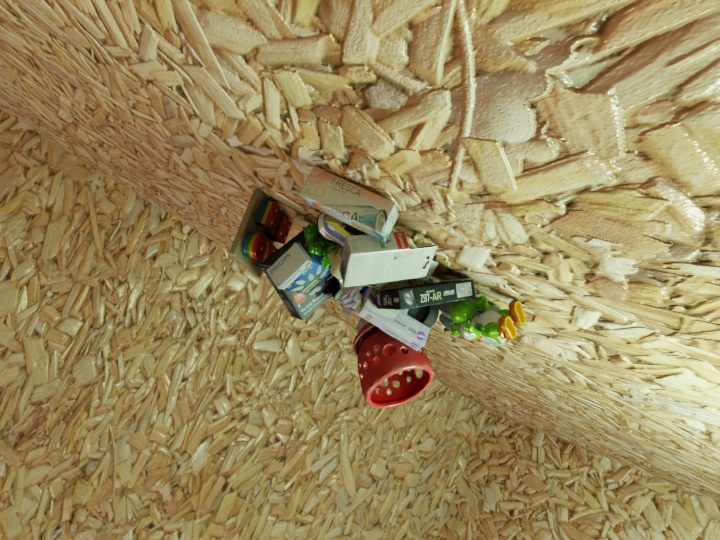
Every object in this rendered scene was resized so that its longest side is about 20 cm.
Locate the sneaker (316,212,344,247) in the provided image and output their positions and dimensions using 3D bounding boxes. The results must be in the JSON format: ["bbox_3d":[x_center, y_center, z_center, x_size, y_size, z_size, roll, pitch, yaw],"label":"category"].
[{"bbox_3d":[-0.011,-0.082,1.257,0.196,0.078,0.076,24,156,-36],"label":"sneaker"}]

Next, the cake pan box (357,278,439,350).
[{"bbox_3d":[0.110,0.079,1.368,0.196,0.188,0.052,31,152,-7],"label":"cake pan box"}]

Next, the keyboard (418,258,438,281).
[{"bbox_3d":[0.088,-0.020,1.211,0.195,0.057,0.011,15,-146,-27],"label":"keyboard"}]

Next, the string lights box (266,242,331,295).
[{"bbox_3d":[-0.143,0.000,1.332,0.060,0.102,0.199,52,-170,17],"label":"string lights box"}]

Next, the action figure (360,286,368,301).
[{"bbox_3d":[0.025,0.041,1.501,0.064,0.101,0.199,32,146,-19],"label":"action figure"}]

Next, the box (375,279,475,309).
[{"bbox_3d":[0.152,0.058,1.263,0.193,0.045,0.160,-7,180,-18],"label":"box"}]

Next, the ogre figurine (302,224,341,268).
[{"bbox_3d":[-0.065,-0.071,1.337,0.120,0.195,0.100,48,142,40],"label":"ogre figurine"}]

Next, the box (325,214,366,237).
[{"bbox_3d":[0.012,-0.085,1.196,0.049,0.077,0.199,14,162,49],"label":"box"}]

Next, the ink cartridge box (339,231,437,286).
[{"bbox_3d":[0.058,-0.027,1.134,0.193,0.051,0.110,-7,143,-16],"label":"ink cartridge box"}]

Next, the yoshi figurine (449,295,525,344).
[{"bbox_3d":[0.279,0.109,1.243,0.110,0.116,0.197,17,162,-33],"label":"yoshi figurine"}]

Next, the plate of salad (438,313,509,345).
[{"bbox_3d":[0.301,0.160,1.408,0.193,0.050,0.201,12,-162,-4],"label":"plate of salad"}]

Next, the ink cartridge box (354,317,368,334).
[{"bbox_3d":[0.084,0.130,1.600,0.083,0.205,0.146,16,164,38],"label":"ink cartridge box"}]

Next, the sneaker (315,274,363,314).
[{"bbox_3d":[-0.061,0.059,1.418,0.078,0.136,0.203,53,145,32],"label":"sneaker"}]

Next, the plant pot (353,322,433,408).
[{"bbox_3d":[0.078,0.243,1.432,0.200,0.198,0.185,41,-161,-49],"label":"plant pot"}]

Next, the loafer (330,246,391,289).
[{"bbox_3d":[0.000,0.000,1.260,0.068,0.078,0.197,-33,143,28],"label":"loafer"}]

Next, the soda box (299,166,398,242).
[{"bbox_3d":[-0.023,-0.135,1.071,0.196,0.070,0.064,26,172,17],"label":"soda box"}]

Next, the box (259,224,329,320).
[{"bbox_3d":[-0.154,0.002,1.502,0.185,0.199,0.103,57,159,-17],"label":"box"}]

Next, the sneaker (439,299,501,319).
[{"bbox_3d":[0.288,0.114,1.368,0.197,0.074,0.071,19,163,42],"label":"sneaker"}]

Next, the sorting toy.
[{"bbox_3d":[-0.280,-0.097,1.544,0.067,0.205,0.201,15,165,16],"label":"sorting toy"}]
